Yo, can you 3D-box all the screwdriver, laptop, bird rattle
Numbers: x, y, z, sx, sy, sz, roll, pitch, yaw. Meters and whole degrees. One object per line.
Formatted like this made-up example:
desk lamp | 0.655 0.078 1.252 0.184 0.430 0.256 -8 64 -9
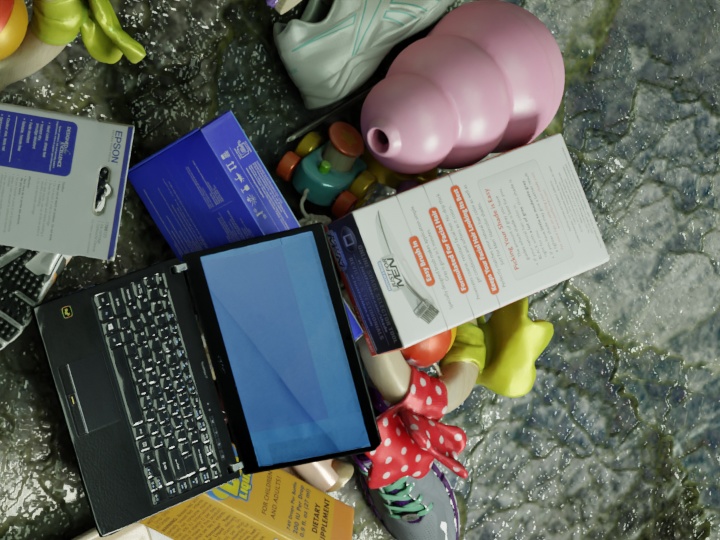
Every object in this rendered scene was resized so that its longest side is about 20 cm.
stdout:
screwdriver | 0.016 -0.152 1.542 0.200 0.028 0.029 -37 143 -21
laptop | -0.110 0.079 1.352 0.199 0.103 0.179 -20 99 -33
bird rattle | 0.049 0.072 1.492 0.200 0.112 0.164 -38 103 -36
bird rattle | -0.248 -0.188 1.285 0.163 0.113 0.200 -38 152 16

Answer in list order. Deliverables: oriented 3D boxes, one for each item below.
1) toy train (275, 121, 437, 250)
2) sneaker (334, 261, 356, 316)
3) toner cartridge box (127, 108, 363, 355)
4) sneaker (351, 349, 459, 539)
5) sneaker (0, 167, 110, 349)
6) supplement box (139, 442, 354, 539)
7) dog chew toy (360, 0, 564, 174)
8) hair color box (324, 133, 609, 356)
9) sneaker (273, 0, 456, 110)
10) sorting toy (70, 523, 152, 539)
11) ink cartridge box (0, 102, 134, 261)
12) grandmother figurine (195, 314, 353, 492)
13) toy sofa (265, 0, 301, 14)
toy train | 0.034 -0.064 1.493 0.199 0.151 0.056 5 131 -31
sneaker | 0.000 0.000 1.509 0.199 0.085 0.073 -10 83 -32
toner cartridge box | -0.089 -0.014 1.418 0.043 0.095 0.201 -38 101 -48
sneaker | 0.021 0.169 1.543 0.201 0.074 0.088 67 21 -13
sneaker | -0.244 -0.010 1.366 0.074 0.080 0.200 41 91 1
supplement box | -0.103 0.184 1.455 0.199 0.069 0.067 28 40 -20
dog chew toy | 0.074 -0.138 1.476 0.200 0.124 0.125 -32 113 -42
hair color box | 0.083 -0.021 1.441 0.199 0.064 0.112 -21 90 -27
sneaker | 0.013 -0.218 1.504 0.200 0.070 0.080 -43 109 -22
sorting toy | -0.225 0.304 1.447 0.184 0.036 0.201 -26 114 -27
ink cartridge box | -0.260 -0.069 1.307 0.198 0.039 0.100 10 91 2
grandmother figurine | -0.084 0.108 1.492 0.121 0.060 0.200 -48 119 -16
toy sofa | -0.022 -0.284 1.433 0.083 0.098 0.200 45 44 7
